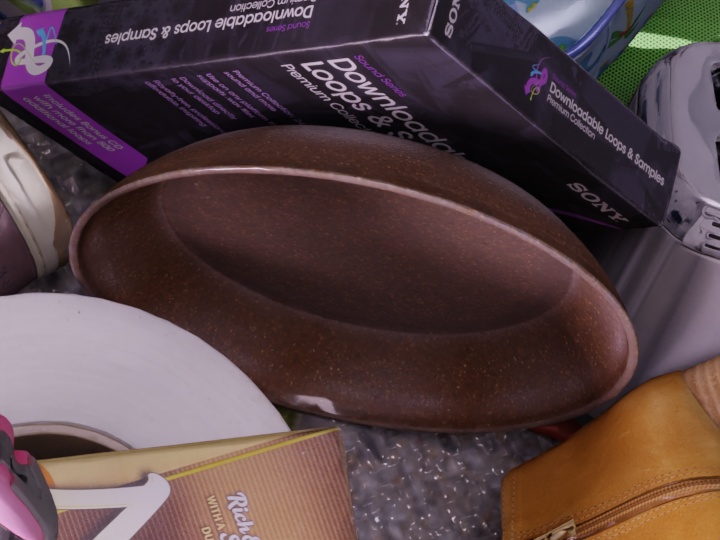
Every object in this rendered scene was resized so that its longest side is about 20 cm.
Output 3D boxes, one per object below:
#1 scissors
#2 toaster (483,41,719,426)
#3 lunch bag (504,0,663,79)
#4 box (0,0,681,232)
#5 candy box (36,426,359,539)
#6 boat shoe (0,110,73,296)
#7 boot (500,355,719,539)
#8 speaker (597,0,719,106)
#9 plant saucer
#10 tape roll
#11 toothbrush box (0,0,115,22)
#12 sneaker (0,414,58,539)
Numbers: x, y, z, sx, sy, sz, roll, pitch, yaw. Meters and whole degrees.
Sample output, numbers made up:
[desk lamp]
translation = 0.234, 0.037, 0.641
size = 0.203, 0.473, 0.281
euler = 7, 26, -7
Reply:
[scissors]
translation = 0.064, 0.055, 1.051
size = 0.200, 0.014, 0.073
euler = 2, 74, -12
[toaster]
translation = 0.153, -0.004, 1.014
size = 0.200, 0.129, 0.114
euler = 11, 48, -8
[lunch bag]
translation = 0.055, -0.160, 0.999
size = 0.161, 0.082, 0.200
euler = 34, 69, 9
[box]
translation = -0.011, -0.052, 0.948
size = 0.143, 0.200, 0.036
euler = 34, 61, -44
[candy box]
translation = -0.097, 0.122, 0.902
size = 0.200, 0.055, 0.116
euler = -6, 73, -12
[boat shoe]
translation = -0.187, -0.068, 1.011
size = 0.065, 0.072, 0.200
euler = -39, 90, -24
[boot]
translation = 0.122, 0.122, 0.926
size = 0.071, 0.144, 0.201
euler = 34, 31, -42
[speaker]
translation = 0.134, -0.082, 1.071
size = 0.200, 0.088, 0.089
euler = 2, 73, -10
[plant saucer]
translation = 0.000, 0.000, 0.959
size = 0.200, 0.200, 0.037
euler = 15, 64, -6
[tape roll]
translation = -0.111, 0.113, 0.969
size = 0.202, 0.071, 0.203
euler = 3, 72, -10
[toothbrush box]
translation = -0.084, -0.174, 0.995
size = 0.086, 0.200, 0.146
euler = 36, 69, 0
[sneaker]
translation = -0.190, 0.051, 0.857
size = 0.200, 0.079, 0.095
euler = 31, 93, 0
